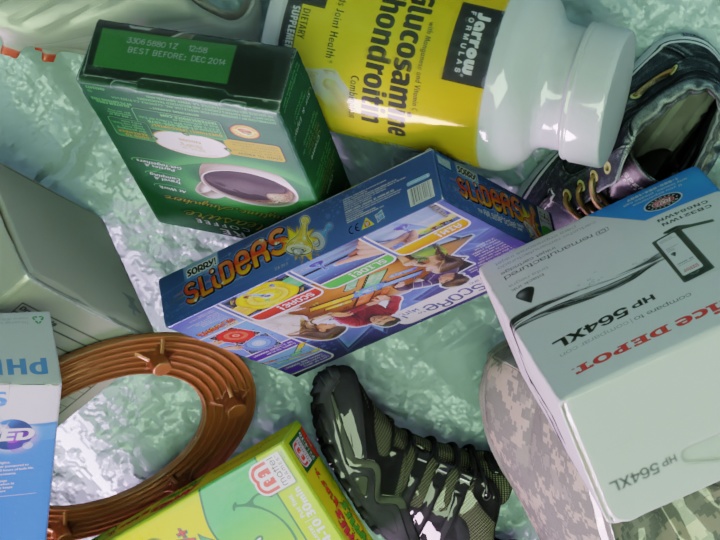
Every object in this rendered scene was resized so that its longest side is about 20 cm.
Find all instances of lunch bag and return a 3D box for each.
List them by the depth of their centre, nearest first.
[{"bbox_3d":[0.162,0.133,1.551,0.117,0.164,0.200,-33,114,-10],"label":"lunch bag"}]

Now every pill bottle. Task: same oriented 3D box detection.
[{"bbox_3d":[0.051,-0.121,1.472,0.200,0.112,0.112,14,113,13],"label":"pill bottle"}]

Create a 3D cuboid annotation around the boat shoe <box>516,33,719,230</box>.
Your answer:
[{"bbox_3d":[0.148,-0.049,1.532,0.071,0.091,0.200,31,110,-10],"label":"boat shoe"}]

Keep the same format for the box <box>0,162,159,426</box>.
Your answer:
[{"bbox_3d":[-0.246,0.045,1.550,0.200,0.109,0.128,-39,144,15],"label":"box"}]

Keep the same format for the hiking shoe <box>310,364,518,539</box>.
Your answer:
[{"bbox_3d":[0.043,0.130,1.629,0.101,0.076,0.200,-32,111,-3],"label":"hiking shoe"}]

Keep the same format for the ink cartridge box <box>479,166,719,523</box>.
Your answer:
[{"bbox_3d":[0.162,0.036,1.398,0.146,0.200,0.084,-25,112,-1],"label":"ink cartridge box"}]

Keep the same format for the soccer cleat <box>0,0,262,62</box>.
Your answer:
[{"bbox_3d":[-0.155,-0.157,1.516,0.200,0.069,0.078,15,107,-12],"label":"soccer cleat"}]

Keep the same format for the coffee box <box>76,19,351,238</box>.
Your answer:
[{"bbox_3d":[-0.079,-0.074,1.476,0.123,0.200,0.044,10,69,15],"label":"coffee box"}]

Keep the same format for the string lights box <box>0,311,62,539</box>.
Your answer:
[{"bbox_3d":[-0.231,0.114,1.485,0.103,0.059,0.200,-2,136,-14],"label":"string lights box"}]

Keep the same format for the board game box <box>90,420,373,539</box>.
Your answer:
[{"bbox_3d":[-0.099,0.188,1.603,0.200,0.048,0.102,-31,96,16],"label":"board game box"}]

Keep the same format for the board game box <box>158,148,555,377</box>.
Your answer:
[{"bbox_3d":[0.000,0.000,1.520,0.200,0.035,0.135,-24,152,27],"label":"board game box"}]

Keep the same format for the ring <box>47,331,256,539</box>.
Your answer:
[{"bbox_3d":[-0.156,0.110,1.583,0.200,0.019,0.201,-18,144,-14],"label":"ring"}]
